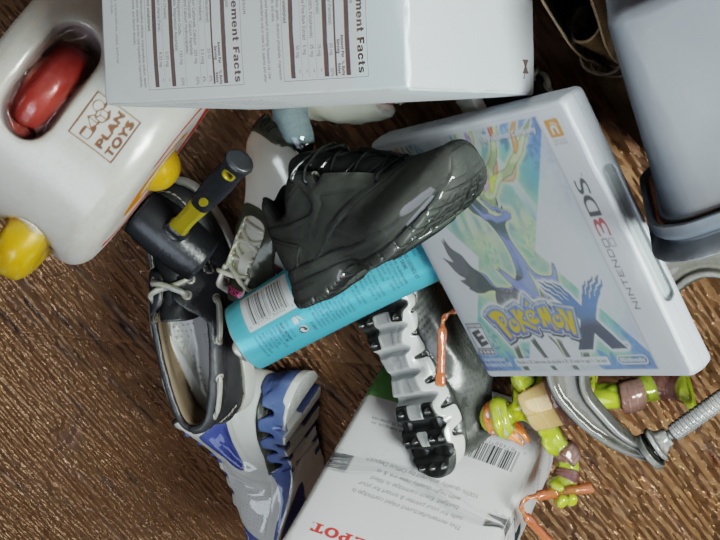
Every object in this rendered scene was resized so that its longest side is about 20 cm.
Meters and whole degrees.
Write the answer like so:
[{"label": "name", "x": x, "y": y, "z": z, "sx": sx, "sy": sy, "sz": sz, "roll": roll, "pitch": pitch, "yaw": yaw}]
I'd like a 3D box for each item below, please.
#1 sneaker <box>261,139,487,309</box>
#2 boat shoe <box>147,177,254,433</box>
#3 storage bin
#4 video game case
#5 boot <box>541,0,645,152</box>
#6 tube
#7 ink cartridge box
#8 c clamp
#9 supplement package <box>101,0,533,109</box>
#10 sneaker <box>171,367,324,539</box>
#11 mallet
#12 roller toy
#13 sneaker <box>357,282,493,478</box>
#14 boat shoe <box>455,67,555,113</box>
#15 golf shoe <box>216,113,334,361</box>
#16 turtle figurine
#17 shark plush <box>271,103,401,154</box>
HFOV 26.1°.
[{"label": "sneaker", "x": -0.002, "y": -0.044, "z": 0.974, "sx": 0.200, "sy": 0.076, "sz": 0.091, "roll": -30, "pitch": 91, "yaw": 48}, {"label": "boat shoe", "x": -0.134, "y": 0.029, "z": 1.206, "sx": 0.074, "sy": 0.060, "sz": 0.200, "roll": 5, "pitch": 114, "yaw": 30}, {"label": "storage bin", "x": 0.223, "y": -0.107, "z": 0.810, "sx": 0.200, "sy": 0.146, "sz": 0.135, "roll": -21, "pitch": 108, "yaw": 16}, {"label": "video game case", "x": 0.105, "y": -0.015, "z": 0.959, "sx": 0.200, "sy": 0.022, "sz": 0.183, "roll": -6, "pitch": 115, "yaw": 58}, {"label": "boot", "x": 0.148, "y": -0.130, "z": 0.910, "sx": 0.073, "sy": 0.076, "sz": 0.200, "roll": -11, "pitch": 124, "yaw": 36}, {"label": "tube", "x": 0.000, "y": 0.000, "z": 1.079, "sx": 0.200, "sy": 0.050, "sz": 0.078, "roll": -29, "pitch": 86, "yaw": 15}, {"label": "ink cartridge box", "x": 0.047, "y": 0.178, "z": 1.169, "sx": 0.146, "sy": 0.200, "sz": 0.084, "roll": 17, "pitch": 138, "yaw": 18}, {"label": "c clamp", "x": 0.230, "y": 0.064, "z": 1.026, "sx": 0.200, "sy": 0.027, "sz": 0.171, "roll": -33, "pitch": 99, "yaw": 19}, {"label": "supplement package", "x": -0.023, "y": -0.170, "z": 0.881, "sx": 0.200, "sy": 0.152, "sz": 0.151, "roll": 1, "pitch": 95, "yaw": 31}, {"label": "sneaker", "x": -0.098, "y": 0.147, "z": 1.333, "sx": 0.115, "sy": 0.081, "sz": 0.200, "roll": 20, "pitch": 130, "yaw": 20}, {"label": "mallet", "x": -0.105, "y": -0.038, "z": 1.077, "sx": 0.066, "sy": 0.041, "sz": 0.200, "roll": 42, "pitch": 155, "yaw": -14}, {"label": "roller toy", "x": -0.183, "y": -0.102, "z": 1.057, "sx": 0.140, "sy": 0.200, "sz": 0.182, "roll": 37, "pitch": 133, "yaw": -5}, {"label": "sneaker", "x": 0.053, "y": 0.045, "z": 1.143, "sx": 0.066, "sy": 0.090, "sz": 0.200, "roll": -14, "pitch": 96, "yaw": 54}, {"label": "boat shoe", "x": 0.105, "y": -0.092, "z": 0.983, "sx": 0.060, "sy": 0.074, "sz": 0.200, "roll": -29, "pitch": 97, "yaw": 2}, {"label": "golf shoe", "x": -0.061, "y": -0.016, "z": 1.128, "sx": 0.077, "sy": 0.088, "sz": 0.200, "roll": 33, "pitch": 144, "yaw": 40}, {"label": "turtle figurine", "x": 0.152, "y": 0.094, "z": 1.101, "sx": 0.161, "sy": 0.064, "sz": 0.200, "roll": -20, "pitch": 104, "yaw": 17}, {"label": "shark plush", "x": -0.052, "y": -0.168, "z": 1.033, "sx": 0.200, "sy": 0.091, "sz": 0.083, "roll": 47, "pitch": 116, "yaw": 8}]
